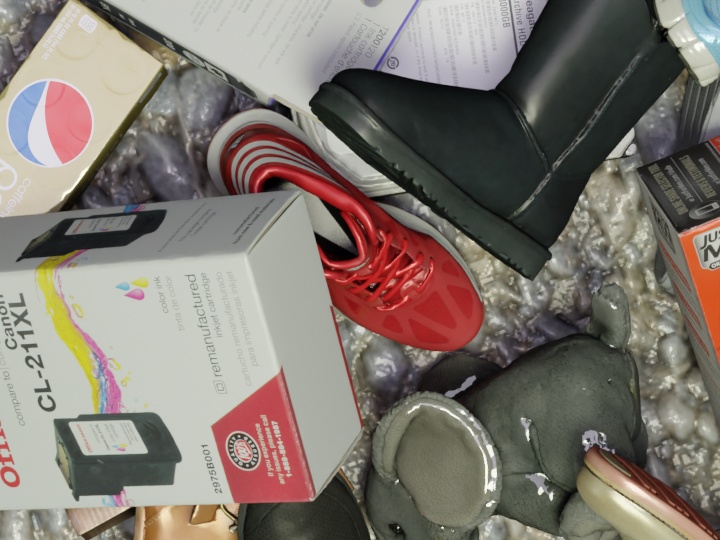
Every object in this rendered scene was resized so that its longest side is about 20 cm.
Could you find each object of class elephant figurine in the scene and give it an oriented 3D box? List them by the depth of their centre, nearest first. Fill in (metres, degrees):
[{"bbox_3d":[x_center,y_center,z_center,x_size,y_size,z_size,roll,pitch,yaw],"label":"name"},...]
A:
[{"bbox_3d":[0.061,0.111,1.354,0.198,0.142,0.156,-3,61,13],"label":"elephant figurine"}]

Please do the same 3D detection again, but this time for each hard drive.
[{"bbox_3d":[0.053,-0.119,1.389,0.198,0.038,0.141,-8,91,-3],"label":"hard drive"}]

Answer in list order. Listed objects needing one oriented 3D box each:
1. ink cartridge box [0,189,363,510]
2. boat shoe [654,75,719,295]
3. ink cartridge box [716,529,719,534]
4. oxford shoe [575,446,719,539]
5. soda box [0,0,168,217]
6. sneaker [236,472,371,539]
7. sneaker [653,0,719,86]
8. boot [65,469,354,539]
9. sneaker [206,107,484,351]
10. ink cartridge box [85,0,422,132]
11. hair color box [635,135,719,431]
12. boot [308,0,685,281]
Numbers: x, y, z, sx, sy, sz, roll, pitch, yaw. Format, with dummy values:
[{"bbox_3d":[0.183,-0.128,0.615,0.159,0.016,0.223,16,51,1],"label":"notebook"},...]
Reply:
[{"bbox_3d":[-0.116,0.046,1.271,0.198,0.083,0.147,-5,114,24],"label":"ink cartridge box"},{"bbox_3d":[0.226,-0.079,1.388,0.070,0.072,0.202,12,101,-10],"label":"boat shoe"},{"bbox_3d":[0.255,0.245,1.377,0.143,0.084,0.202,-16,90,-3],"label":"ink cartridge box"},{"bbox_3d":[0.171,0.173,1.271,0.074,0.071,0.200,-43,114,3],"label":"oxford shoe"},{"bbox_3d":[-0.195,-0.054,1.365,0.068,0.064,0.201,36,88,-2],"label":"soda box"},{"bbox_3d":[-0.016,0.197,1.314,0.073,0.082,0.202,-16,114,-10],"label":"sneaker"},{"bbox_3d":[0.216,-0.191,1.334,0.089,0.078,0.201,-18,48,24],"label":"sneaker"},{"bbox_3d":[-0.071,0.162,1.368,0.154,0.074,0.201,-26,92,-3],"label":"boot"},{"bbox_3d":[0.000,0.000,1.323,0.199,0.116,0.079,34,102,-24],"label":"sneaker"},{"bbox_3d":[-0.040,-0.200,1.352,0.199,0.043,0.199,31,85,16],"label":"ink cartridge box"},{"bbox_3d":[0.219,0.037,1.331,0.061,0.102,0.201,-22,115,1],"label":"hair color box"},{"bbox_3d":[0.080,-0.107,1.302,0.200,0.076,0.169,34,89,-41],"label":"boot"}]
